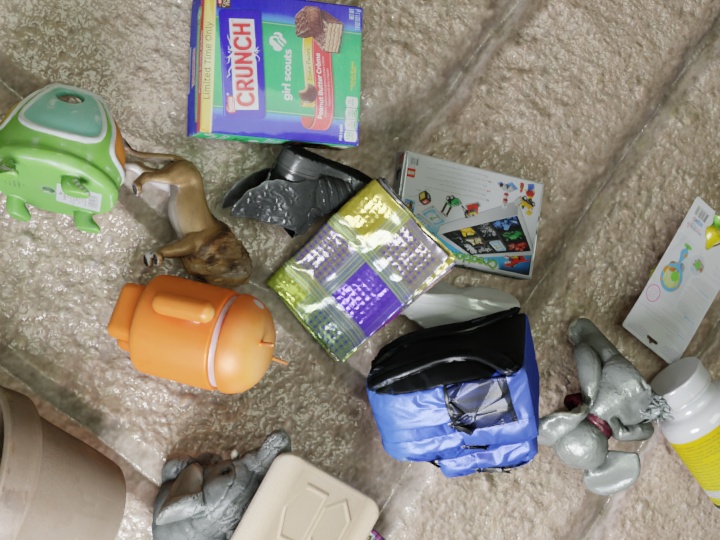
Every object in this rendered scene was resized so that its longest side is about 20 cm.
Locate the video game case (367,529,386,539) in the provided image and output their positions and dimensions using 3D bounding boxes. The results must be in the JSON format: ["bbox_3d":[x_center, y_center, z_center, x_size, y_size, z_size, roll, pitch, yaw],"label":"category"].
[{"bbox_3d":[-0.070,0.359,1.486,0.201,0.036,0.181,-55,136,-14],"label":"video game case"}]

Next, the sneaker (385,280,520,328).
[{"bbox_3d":[0.098,0.060,1.595,0.198,0.075,0.089,11,108,-14],"label":"sneaker"}]

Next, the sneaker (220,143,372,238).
[{"bbox_3d":[-0.062,-0.085,1.540,0.198,0.060,0.105,20,105,-38],"label":"sneaker"}]

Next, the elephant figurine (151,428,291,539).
[{"bbox_3d":[-0.161,0.258,1.409,0.140,0.200,0.157,0,81,-19],"label":"elephant figurine"}]

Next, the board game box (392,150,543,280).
[{"bbox_3d":[0.133,-0.068,1.625,0.198,0.035,0.128,12,83,-19],"label":"board game box"}]

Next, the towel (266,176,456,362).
[{"bbox_3d":[0.000,0.000,1.529,0.200,0.023,0.144,-41,94,12],"label":"towel"}]

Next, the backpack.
[{"bbox_3d":[0.112,0.157,1.518,0.197,0.163,0.170,-9,107,12],"label":"backpack"}]

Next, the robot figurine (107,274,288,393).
[{"bbox_3d":[-0.180,0.072,1.439,0.198,0.117,0.145,13,119,14],"label":"robot figurine"}]

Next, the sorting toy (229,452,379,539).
[{"bbox_3d":[-0.076,0.305,1.397,0.200,0.036,0.186,40,77,-50],"label":"sorting toy"}]

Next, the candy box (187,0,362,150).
[{"bbox_3d":[-0.102,-0.236,1.523,0.197,0.077,0.172,2,87,-19],"label":"candy box"}]

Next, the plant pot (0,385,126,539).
[{"bbox_3d":[-0.349,0.239,1.364,0.173,0.199,0.203,23,80,-35],"label":"plant pot"}]

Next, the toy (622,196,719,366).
[{"bbox_3d":[0.428,0.013,1.720,0.115,0.047,0.201,35,87,-27],"label":"toy"}]

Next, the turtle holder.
[{"bbox_3d":[-0.347,-0.131,1.411,0.183,0.141,0.133,3,67,19],"label":"turtle holder"}]

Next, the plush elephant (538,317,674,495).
[{"bbox_3d":[0.295,0.187,1.617,0.154,0.200,0.165,-38,108,1],"label":"plush elephant"}]

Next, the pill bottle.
[{"bbox_3d":[0.469,0.217,1.697,0.111,0.111,0.201,-42,102,-17],"label":"pill bottle"}]

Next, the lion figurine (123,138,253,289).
[{"bbox_3d":[-0.201,-0.068,1.483,0.121,0.072,0.202,-15,89,-28],"label":"lion figurine"}]
